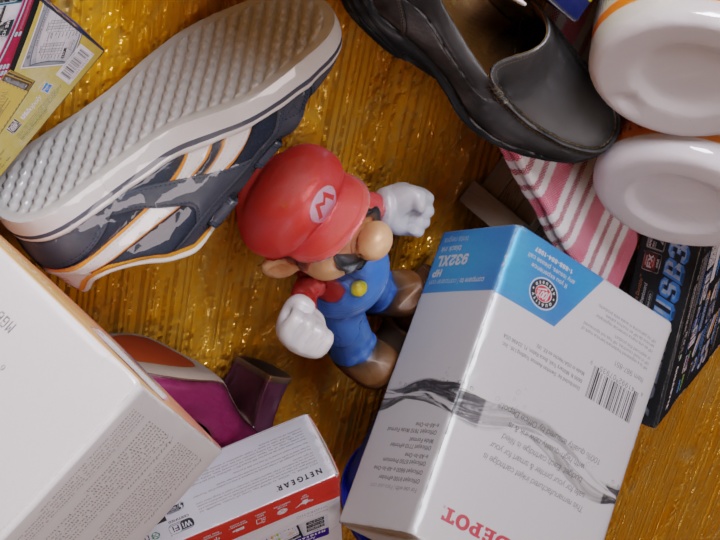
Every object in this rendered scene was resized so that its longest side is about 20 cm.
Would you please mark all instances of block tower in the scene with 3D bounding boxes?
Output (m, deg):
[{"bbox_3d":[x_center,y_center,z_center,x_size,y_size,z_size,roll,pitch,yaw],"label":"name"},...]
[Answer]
[{"bbox_3d":[0.146,-0.022,1.162,0.058,0.054,0.200,-53,144,5],"label":"block tower"}]

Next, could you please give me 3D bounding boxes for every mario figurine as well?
[{"bbox_3d":[0.000,0.000,0.977,0.105,0.124,0.200,-21,149,7],"label":"mario figurine"}]

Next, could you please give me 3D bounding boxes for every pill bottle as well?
[{"bbox_3d":[0.217,-0.127,1.031,0.112,0.111,0.202,55,45,-53],"label":"pill bottle"},{"bbox_3d":[0.196,-0.189,0.939,0.114,0.113,0.202,56,40,-53],"label":"pill bottle"}]

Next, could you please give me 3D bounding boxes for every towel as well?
[{"bbox_3d":[0.143,-0.086,1.063,0.200,0.030,0.147,53,54,-44],"label":"towel"}]

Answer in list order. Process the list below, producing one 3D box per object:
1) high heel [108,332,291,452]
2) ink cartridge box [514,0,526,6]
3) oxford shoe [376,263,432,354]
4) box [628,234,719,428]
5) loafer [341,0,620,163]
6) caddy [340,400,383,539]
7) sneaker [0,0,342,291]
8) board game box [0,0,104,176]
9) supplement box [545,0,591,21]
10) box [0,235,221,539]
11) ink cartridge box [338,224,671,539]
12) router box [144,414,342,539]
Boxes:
[{"bbox_3d":[-0.113,0.096,0.984,0.199,0.067,0.097,17,100,-55],"label":"high heel"},{"bbox_3d":[0.001,-0.204,0.721,0.068,0.200,0.117,-54,144,9],"label":"ink cartridge box"},{"bbox_3d":[0.101,0.032,1.154,0.199,0.071,0.072,8,112,-48],"label":"oxford shoe"},{"bbox_3d":[0.246,-0.016,1.194,0.198,0.049,0.202,-39,142,-55],"label":"box"},{"bbox_3d":[0.080,-0.121,0.921,0.199,0.072,0.073,29,73,-30],"label":"loafer"},{"bbox_3d":[0.083,0.150,1.164,0.198,0.142,0.106,-6,137,-29],"label":"caddy"},{"bbox_3d":[-0.091,-0.066,0.859,0.199,0.079,0.080,-32,138,-3],"label":"sneaker"},{"bbox_3d":[-0.227,-0.063,0.755,0.200,0.035,0.135,-50,144,2],"label":"board game box"},{"bbox_3d":[0.114,-0.256,0.869,0.201,0.109,0.109,-54,144,7],"label":"supplement box"},{"bbox_3d":[-0.167,0.059,0.776,0.106,0.152,0.200,-47,167,-7],"label":"box"},{"bbox_3d":[0.092,0.094,1.027,0.144,0.083,0.202,30,72,-30],"label":"ink cartridge box"},{"bbox_3d":[-0.108,0.189,1.038,0.198,0.049,0.180,-22,147,-13],"label":"router box"}]
